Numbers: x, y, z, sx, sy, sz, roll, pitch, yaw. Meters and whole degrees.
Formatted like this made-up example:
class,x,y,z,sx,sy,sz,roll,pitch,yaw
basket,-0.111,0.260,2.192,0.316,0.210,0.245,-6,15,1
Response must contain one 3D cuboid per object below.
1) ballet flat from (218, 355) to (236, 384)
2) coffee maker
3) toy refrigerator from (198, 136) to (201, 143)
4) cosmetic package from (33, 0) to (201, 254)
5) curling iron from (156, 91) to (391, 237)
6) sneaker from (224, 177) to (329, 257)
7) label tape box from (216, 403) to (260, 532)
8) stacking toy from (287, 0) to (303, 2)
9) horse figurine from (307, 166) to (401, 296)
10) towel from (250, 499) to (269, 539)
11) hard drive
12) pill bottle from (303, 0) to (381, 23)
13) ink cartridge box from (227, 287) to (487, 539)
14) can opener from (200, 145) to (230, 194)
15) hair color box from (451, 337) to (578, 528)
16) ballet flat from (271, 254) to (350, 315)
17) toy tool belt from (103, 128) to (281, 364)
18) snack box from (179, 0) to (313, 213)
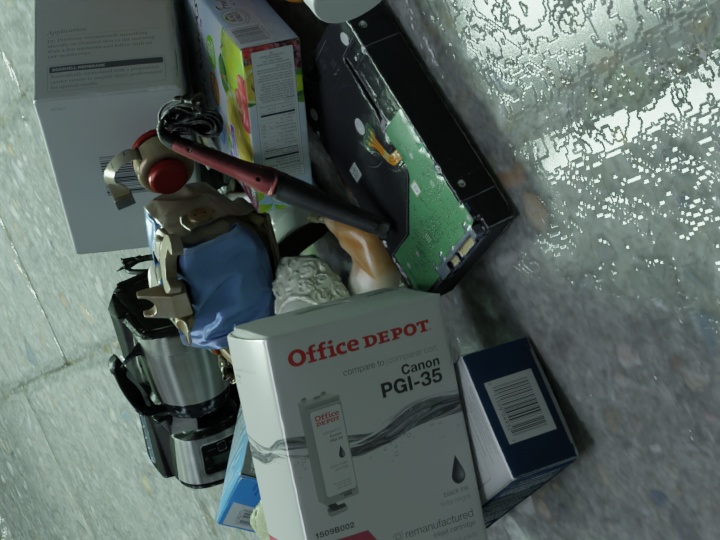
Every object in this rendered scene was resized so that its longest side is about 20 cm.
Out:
class,x,y,z,sx,sy,sz,roll,pitch,yaw
ballet flat,-0.056,0.104,1.367,0.200,0.046,0.068,26,121,41
coffee maker,-0.183,0.104,1.698,0.192,0.134,0.201,-98,-2,-63
toy refrigerator,-0.184,-0.070,1.578,0.076,0.070,0.201,3,116,62
cosmetic package,-0.207,-0.156,1.372,0.200,0.122,0.201,88,176,-53
curling iron,-0.067,-0.074,1.202,0.200,0.026,0.050,30,131,4
sneaker,-0.104,-0.033,1.417,0.200,0.073,0.085,-35,71,35
label tape box,-0.083,0.136,1.547,0.144,0.063,0.201,119,163,-61
stacking toy,-0.106,-0.273,1.232,0.200,0.116,0.110,42,150,13
horse figurine,0.000,0.000,1.295,0.132,0.050,0.201,19,123,39
towel,-0.003,0.206,1.387,0.148,0.036,0.200,47,112,20
hard drive,0.028,-0.088,1.186,0.200,0.038,0.140,59,155,13
pill bottle,-0.053,-0.266,1.096,0.200,0.112,0.113,54,153,22
ink cartridge box,-0.002,0.125,1.167,0.083,0.146,0.201,2,105,66
can opener,-0.111,-0.026,1.491,0.200,0.066,0.053,59,153,1
hair color box,0.089,0.136,1.232,0.100,0.060,0.200,68,156,17
ballet flat,-0.023,0.080,1.267,0.201,0.072,0.072,65,155,2
toy tool belt,-0.123,-0.006,1.276,0.123,0.124,0.200,-119,8,-45
snack box,-0.096,-0.154,1.294,0.200,0.053,0.143,-125,27,-54
